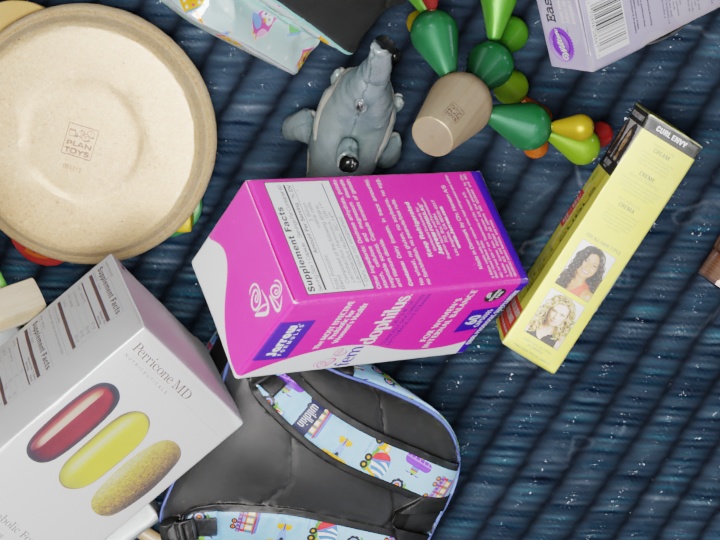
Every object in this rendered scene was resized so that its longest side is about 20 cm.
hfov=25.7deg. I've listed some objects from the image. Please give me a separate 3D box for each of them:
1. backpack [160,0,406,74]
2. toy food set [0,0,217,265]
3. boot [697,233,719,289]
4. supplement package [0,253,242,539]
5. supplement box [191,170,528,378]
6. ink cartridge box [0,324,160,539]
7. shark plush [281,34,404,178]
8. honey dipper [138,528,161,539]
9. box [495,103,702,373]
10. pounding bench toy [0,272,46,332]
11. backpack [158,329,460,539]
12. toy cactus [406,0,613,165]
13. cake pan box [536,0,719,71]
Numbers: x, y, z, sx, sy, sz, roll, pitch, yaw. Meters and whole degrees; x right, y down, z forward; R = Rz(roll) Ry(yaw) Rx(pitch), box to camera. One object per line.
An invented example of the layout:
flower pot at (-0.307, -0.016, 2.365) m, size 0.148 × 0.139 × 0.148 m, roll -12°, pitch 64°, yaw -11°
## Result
backpack at (-0.079, -0.240, 1.060) m, size 0.153 × 0.176 × 0.200 m, roll -43°, pitch 64°, yaw 17°
toy food set at (-0.205, -0.098, 1.166) m, size 0.199 × 0.049 × 0.198 m, roll 2°, pitch 104°, yaw -2°
boot at (0.380, -0.033, 1.188) m, size 0.186 × 0.064 × 0.200 m, roll 33°, pitch 96°, yaw -10°
supplement package at (-0.199, 0.107, 1.067) m, size 0.200 × 0.110 × 0.114 m, roll -41°, pitch 124°, yaw 3°
supplement box at (0.000, 0.000, 1.102) m, size 0.200 × 0.104 × 0.101 m, roll -4°, pitch 149°, yaw -33°
ink cartridge box at (-0.274, 0.155, 1.168) m, size 0.173 × 0.044 × 0.200 m, roll -37°, pitch 86°, yaw -3°
shark plush at (0.005, -0.094, 1.112) m, size 0.091 × 0.200 × 0.083 m, roll 23°, pitch 57°, yaw -15°
honey dipper at (-0.112, 0.247, 1.259) m, size 0.200 × 0.038 × 0.038 m, roll 32°, pitch 101°, yaw -4°
box at (0.175, -0.025, 1.177) m, size 0.050 × 0.075 × 0.200 m, roll 30°, pitch 102°, yaw -5°
pounding bench toy at (-0.317, -0.037, 1.103) m, size 0.200 × 0.124 × 0.156 m, roll 1°, pitch 105°, yaw 26°
backpack at (-0.035, 0.136, 1.180) m, size 0.200 × 0.135 × 0.183 m, roll 21°, pitch 103°, yaw -15°
toy cactus at (0.092, -0.135, 1.107) m, size 0.102 × 0.165 × 0.200 m, roll -27°, pitch 107°, yaw 42°
cake pan box at (0.192, -0.253, 1.079) m, size 0.184 × 0.052 × 0.200 m, roll -29°, pitch 115°, yaw -24°
